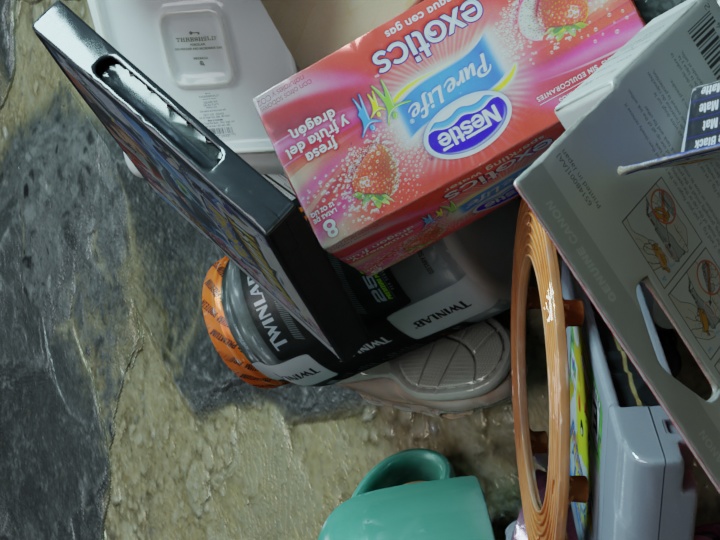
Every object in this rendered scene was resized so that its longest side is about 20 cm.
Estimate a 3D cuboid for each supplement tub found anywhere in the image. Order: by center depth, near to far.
[{"bbox_3d":[0.000,0.000,0.903,0.199,0.122,0.123,-26,71,31],"label":"supplement tub"}]

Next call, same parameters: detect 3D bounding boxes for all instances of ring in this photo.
[{"bbox_3d":[0.097,0.059,0.729,0.200,0.019,0.202,179,90,-90],"label":"ring"}]

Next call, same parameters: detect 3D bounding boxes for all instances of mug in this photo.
[{"bbox_3d":[0.028,0.210,0.890,0.185,0.114,0.153,-112,13,-83],"label":"mug"}]

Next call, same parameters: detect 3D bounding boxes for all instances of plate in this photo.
[{"bbox_3d":[-0.101,-0.151,0.925,0.198,0.032,0.201,1,116,27],"label":"plate"}]

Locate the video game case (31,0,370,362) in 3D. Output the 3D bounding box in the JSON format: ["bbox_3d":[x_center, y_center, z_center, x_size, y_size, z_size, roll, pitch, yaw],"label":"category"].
[{"bbox_3d":[-0.082,-0.042,0.772,0.181,0.200,0.026,41,82,22],"label":"video game case"}]

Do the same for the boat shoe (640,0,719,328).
[{"bbox_3d":[0.186,-0.069,0.733,0.066,0.072,0.201,43,125,48],"label":"boat shoe"}]

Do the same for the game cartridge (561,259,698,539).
[{"bbox_3d":[0.125,0.082,0.686,0.200,0.040,0.134,-92,-5,-59],"label":"game cartridge"}]

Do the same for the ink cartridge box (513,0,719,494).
[{"bbox_3d":[0.155,0.001,0.629,0.045,0.176,0.201,-22,106,53],"label":"ink cartridge box"}]

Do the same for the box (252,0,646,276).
[{"bbox_3d":[0.058,-0.088,0.756,0.199,0.103,0.095,-28,76,8],"label":"box"}]

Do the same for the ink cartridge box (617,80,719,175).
[{"bbox_3d":[0.236,-0.075,0.557,0.199,0.199,0.041,-12,84,52],"label":"ink cartridge box"}]

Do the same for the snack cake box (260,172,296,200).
[{"bbox_3d":[-0.058,-0.123,0.979,0.200,0.067,0.115,37,129,6],"label":"snack cake box"}]

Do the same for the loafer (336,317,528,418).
[{"bbox_3d":[0.047,0.066,0.950,0.199,0.063,0.072,2,55,52],"label":"loafer"}]

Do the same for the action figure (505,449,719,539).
[{"bbox_3d":[0.178,0.167,0.761,0.200,0.133,0.150,-23,47,52],"label":"action figure"}]

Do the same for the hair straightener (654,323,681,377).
[{"bbox_3d":[0.131,-0.014,0.802,0.041,0.077,0.201,-27,68,23],"label":"hair straightener"}]

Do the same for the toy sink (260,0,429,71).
[{"bbox_3d":[0.052,-0.195,0.821,0.130,0.199,0.113,-36,82,48],"label":"toy sink"}]
